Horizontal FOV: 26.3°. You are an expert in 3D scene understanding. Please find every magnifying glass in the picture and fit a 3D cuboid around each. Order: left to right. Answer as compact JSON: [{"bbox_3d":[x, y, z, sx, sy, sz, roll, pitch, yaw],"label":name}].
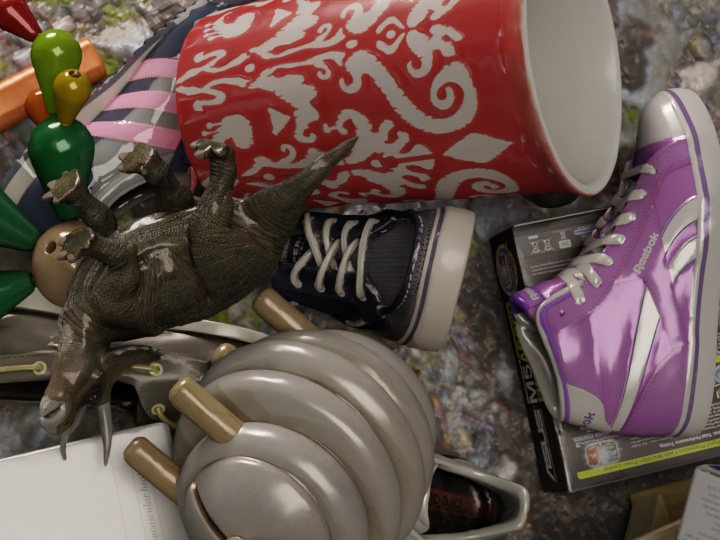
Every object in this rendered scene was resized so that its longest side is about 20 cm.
[{"bbox_3d":[-0.234,-0.074,0.858,0.199,0.022,0.080,-31,90,-14],"label":"magnifying glass"}]

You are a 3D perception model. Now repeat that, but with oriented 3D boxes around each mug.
[{"bbox_3d":[0.026,-0.100,0.801,0.178,0.199,0.134,-43,122,-57],"label":"mug"}]

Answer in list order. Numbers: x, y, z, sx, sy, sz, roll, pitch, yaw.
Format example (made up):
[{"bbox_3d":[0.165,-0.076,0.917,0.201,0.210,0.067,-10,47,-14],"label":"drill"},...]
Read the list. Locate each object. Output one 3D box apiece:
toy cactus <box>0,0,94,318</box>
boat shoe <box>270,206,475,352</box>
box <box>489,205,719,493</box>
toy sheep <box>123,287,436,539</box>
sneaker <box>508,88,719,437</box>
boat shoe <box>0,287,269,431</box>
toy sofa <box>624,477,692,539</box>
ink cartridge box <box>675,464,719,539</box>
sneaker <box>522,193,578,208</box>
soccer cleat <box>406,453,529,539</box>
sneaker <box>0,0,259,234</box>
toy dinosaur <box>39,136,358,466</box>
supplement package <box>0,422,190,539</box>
[{"bbox_3d":[-0.173,-0.026,0.779,0.164,0.102,0.201,31,71,-7],"label":"toy cactus"},{"bbox_3d":[0.000,0.000,0.818,0.092,0.200,0.075,15,80,-4],"label":"boat shoe"},{"bbox_3d":[0.191,0.036,0.937,0.199,0.044,0.161,-11,86,-15],"label":"box"},{"bbox_3d":[-0.032,0.092,0.741,0.138,0.138,0.200,45,40,-4],"label":"toy sheep"},{"bbox_3d":[0.143,-0.009,0.873,0.113,0.073,0.202,5,80,-10],"label":"sneaker"},{"bbox_3d":[-0.119,0.056,0.839,0.200,0.072,0.061,10,69,-6],"label":"boat shoe"},{"bbox_3d":[0.138,0.183,0.843,0.199,0.083,0.098,-11,80,-42],"label":"toy sofa"},{"bbox_3d":[0.223,0.207,0.846,0.196,0.043,0.201,8,98,-46],"label":"ink cartridge box"},{"bbox_3d":[0.113,-0.132,0.913,0.078,0.090,0.201,-6,75,12],"label":"sneaker"},{"bbox_3d":[-0.002,0.120,0.841,0.199,0.085,0.069,11,78,-23],"label":"soccer cleat"},{"bbox_3d":[-0.106,-0.081,0.865,0.200,0.070,0.082,-44,88,-7],"label":"sneaker"},{"bbox_3d":[-0.089,-0.008,0.745,0.199,0.077,0.103,-35,132,-10],"label":"toy dinosaur"},{"bbox_3d":[-0.188,0.157,0.785,0.199,0.117,0.118,-12,84,-15],"label":"supplement package"}]
